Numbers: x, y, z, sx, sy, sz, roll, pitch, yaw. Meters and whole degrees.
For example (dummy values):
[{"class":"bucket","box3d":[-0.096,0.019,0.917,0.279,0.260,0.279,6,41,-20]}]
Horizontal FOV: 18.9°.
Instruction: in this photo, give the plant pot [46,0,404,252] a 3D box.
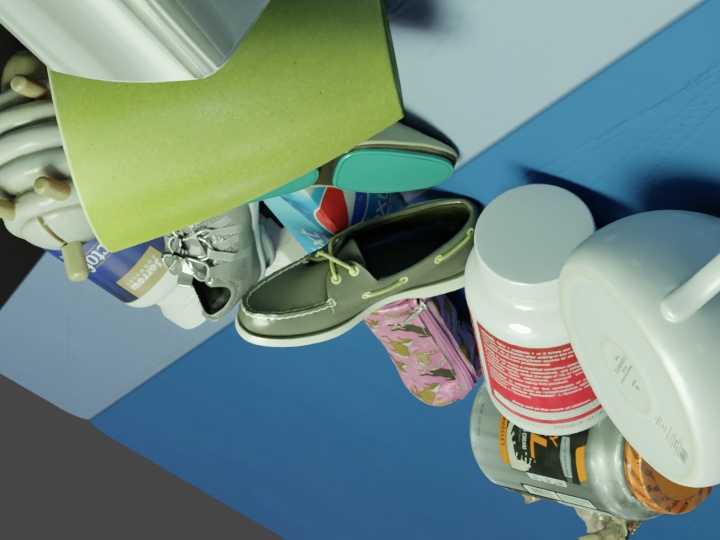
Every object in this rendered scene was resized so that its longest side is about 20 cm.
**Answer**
[{"class":"plant pot","box3d":[-0.078,-0.122,1.361,0.199,0.188,0.187,-11,156,3]}]

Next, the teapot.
[{"class":"teapot","box3d":[0.233,0.034,1.419,0.200,0.146,0.198,38,154,62]}]

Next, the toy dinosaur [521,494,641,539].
[{"class":"toy dinosaur","box3d":[0.242,0.192,1.937,0.200,0.135,0.086,-41,70,45]}]

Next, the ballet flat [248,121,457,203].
[{"class":"ballet flat","box3d":[-0.028,-0.089,1.538,0.199,0.070,0.069,-6,175,-22]}]

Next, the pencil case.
[{"class":"pencil case","box3d":[0.045,0.040,1.817,0.083,0.087,0.200,-10,150,15]}]

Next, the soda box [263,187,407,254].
[{"class":"soda box","box3d":[-0.033,-0.069,1.656,0.068,0.064,0.200,16,160,35]}]

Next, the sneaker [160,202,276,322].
[{"class":"sneaker","box3d":[-0.118,-0.026,1.655,0.075,0.082,0.200,17,158,26]}]

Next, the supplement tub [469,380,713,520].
[{"class":"supplement tub","box3d":[0.195,0.137,1.783,0.122,0.123,0.200,40,160,-33]}]

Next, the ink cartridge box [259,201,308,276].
[{"class":"ink cartridge box","box3d":[-0.115,-0.074,1.758,0.116,0.067,0.200,12,156,40]}]

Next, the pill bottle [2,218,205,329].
[{"class":"pill bottle","box3d":[-0.207,-0.039,1.923,0.200,0.116,0.116,35,162,-22]}]

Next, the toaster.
[{"class":"toaster","box3d":[-0.126,-0.202,1.198,0.181,0.200,0.119,7,149,48]}]

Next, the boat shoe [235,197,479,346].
[{"class":"boat shoe","box3d":[-0.001,-0.002,1.623,0.060,0.201,0.072,87,158,-48]}]

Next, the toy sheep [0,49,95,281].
[{"class":"toy sheep","box3d":[-0.255,-0.086,1.770,0.137,0.201,0.138,-10,167,-2]}]

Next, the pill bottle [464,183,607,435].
[{"class":"pill bottle","box3d":[0.135,0.027,1.571,0.112,0.112,0.200,21,154,22]}]
